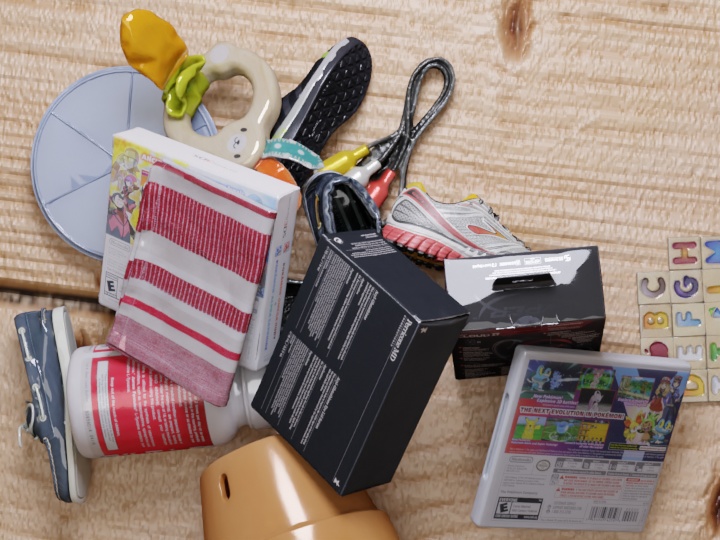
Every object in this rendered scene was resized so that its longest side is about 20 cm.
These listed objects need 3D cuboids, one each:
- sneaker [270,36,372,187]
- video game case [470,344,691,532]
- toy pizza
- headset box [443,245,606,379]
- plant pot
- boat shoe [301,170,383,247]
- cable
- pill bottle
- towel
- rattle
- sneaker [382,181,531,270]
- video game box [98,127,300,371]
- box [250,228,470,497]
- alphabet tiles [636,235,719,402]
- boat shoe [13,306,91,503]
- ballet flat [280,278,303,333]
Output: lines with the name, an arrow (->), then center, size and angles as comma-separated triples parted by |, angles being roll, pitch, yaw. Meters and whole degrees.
sneaker -> -0.069, -0.160, 1.737 | 0.082, 0.072, 0.201 | 25, 73, 36
video game case -> 0.215, 0.166, 1.677 | 0.198, 0.023, 0.184 | 6, 107, -27
toy pizza -> -0.238, -0.108, 1.767 | 0.198, 0.032, 0.203 | 0, 89, 3
headset box -> 0.157, 0.040, 1.654 | 0.147, 0.200, 0.076 | -5, 72, 4
plant pot -> -0.072, 0.245, 1.689 | 0.198, 0.200, 0.141 | -21, 71, 3
boat shoe -> 0.000, 0.000, 1.684 | 0.070, 0.091, 0.202 | -26, 100, -10
cable -> 0.037, -0.122, 1.741 | 0.097, 0.050, 0.200 | 44, 94, 0
pill bottle -> -0.185, 0.123, 1.724 | 0.198, 0.112, 0.114 | -6, 90, 4
towel -> -0.161, 0.012, 1.630 | 0.143, 0.023, 0.202 | 25, 111, 23
rattle -> -0.130, -0.159, 1.650 | 0.129, 0.143, 0.201 | -26, 54, -10
sneaker -> 0.124, -0.034, 1.723 | 0.198, 0.078, 0.083 | 18, 79, -4
video game box -> -0.160, -0.023, 1.671 | 0.199, 0.047, 0.184 | 22, 119, 25
box -> -0.003, 0.085, 1.606 | 0.141, 0.078, 0.201 | 43, 122, 33
alphabet tiles -> 0.380, 0.048, 1.742 | 0.198, 0.006, 0.168 | -2, 90, 4
boat shoe -> -0.315, 0.138, 1.750 | 0.061, 0.075, 0.202 | -8, 88, 2
ballet flat -> -0.069, 0.038, 1.742 | 0.198, 0.057, 0.067 | 6, 88, -3
